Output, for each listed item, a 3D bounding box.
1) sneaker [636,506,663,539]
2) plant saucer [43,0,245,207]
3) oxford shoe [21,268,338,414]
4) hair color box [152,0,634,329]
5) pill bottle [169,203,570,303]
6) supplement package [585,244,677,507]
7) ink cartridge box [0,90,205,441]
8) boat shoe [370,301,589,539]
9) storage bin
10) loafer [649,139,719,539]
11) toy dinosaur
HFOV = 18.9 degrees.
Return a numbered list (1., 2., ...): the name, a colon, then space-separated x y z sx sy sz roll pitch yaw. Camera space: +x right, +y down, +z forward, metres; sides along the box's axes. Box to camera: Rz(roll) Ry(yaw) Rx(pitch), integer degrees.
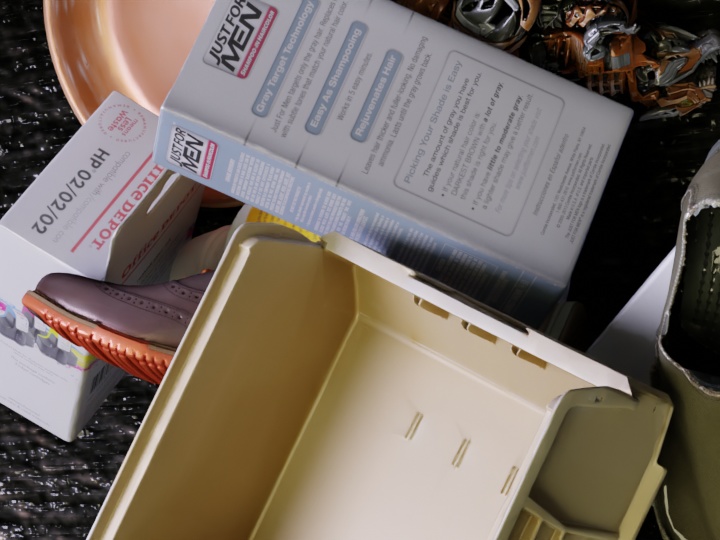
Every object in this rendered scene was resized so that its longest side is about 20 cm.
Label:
1. sneaker: 0.178 0.126 1.061 0.072 0.082 0.201 -59 35 33
2. plant saucer: -0.084 -0.135 1.177 0.199 0.037 0.202 11 113 28
3. oxford shoe: -0.067 0.025 1.058 0.199 0.071 0.073 15 79 9
4. hair color box: 0.014 -0.063 1.002 0.199 0.099 0.061 24 156 -1
5. pill bottle: 0.000 0.000 1.124 0.199 0.113 0.113 -16 98 35
6. supplement package: 0.233 0.037 0.966 0.191 0.147 0.200 45 125 12
7. ink cartridge box: -0.142 -0.012 1.165 0.068 0.115 0.200 30 143 7
8. boat shoe: 0.049 0.091 1.004 0.066 0.201 0.074 14 145 24
9. storage bin: 0.003 0.101 0.910 0.199 0.093 0.200 26 91 43
10. loafer: 0.146 0.044 0.891 0.075 0.070 0.201 10 111 31
11. toy dinosaur: 0.076 -0.132 1.022 0.102 0.199 0.136 -112 31 -53
